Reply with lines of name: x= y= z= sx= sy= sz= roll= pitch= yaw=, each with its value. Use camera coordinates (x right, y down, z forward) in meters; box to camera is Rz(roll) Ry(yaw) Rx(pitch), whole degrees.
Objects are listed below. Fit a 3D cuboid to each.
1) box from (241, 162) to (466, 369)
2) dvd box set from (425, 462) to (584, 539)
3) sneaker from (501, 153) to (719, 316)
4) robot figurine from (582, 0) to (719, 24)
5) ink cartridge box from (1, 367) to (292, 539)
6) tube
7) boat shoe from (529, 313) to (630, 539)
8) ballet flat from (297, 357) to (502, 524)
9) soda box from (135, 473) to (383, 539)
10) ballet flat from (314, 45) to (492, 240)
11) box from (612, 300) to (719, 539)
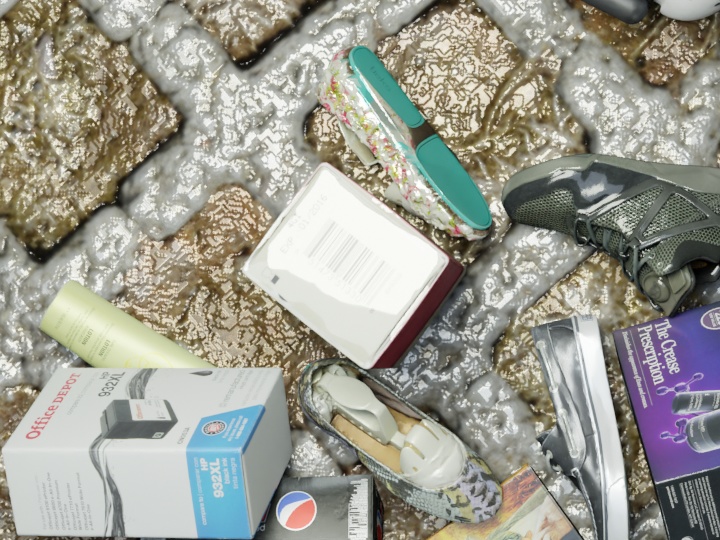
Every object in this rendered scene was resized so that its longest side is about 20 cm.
box: x=0.000 y=0.000 z=1.647 sx=0.128 sy=0.200 sz=0.109 roll=37 pitch=92 yaw=6
dvd box set: x=0.102 y=0.276 z=1.711 sx=0.199 sy=0.029 sz=0.147 roll=-36 pitch=85 yaw=4
sneaker: x=0.210 y=-0.029 z=1.671 sx=0.197 sy=0.076 sz=0.115 roll=6 pitch=60 yaw=3
robot figurine: x=0.226 y=-0.286 z=1.669 sx=0.199 sy=0.125 sz=0.151 roll=31 pitch=109 yaw=7
ink cartridge box: x=-0.168 y=0.144 z=1.664 sx=0.198 sy=0.145 sz=0.084 roll=-1 pitch=115 yaw=13
tube: x=-0.175 y=0.082 z=1.743 sx=0.199 sy=0.058 sz=0.052 roll=34 pitch=57 yaw=2
boat shoe: x=0.177 y=0.139 z=1.686 sx=0.067 sy=0.072 sz=0.202 roll=-10 pitch=85 yaw=4
ballet flat: x=0.028 y=0.136 z=1.688 sx=0.200 sy=0.072 sz=0.072 roll=34 pitch=92 yaw=16
soda box: x=-0.082 y=0.212 z=1.708 sx=0.198 sy=0.071 sz=0.064 roll=-2 pitch=62 yaw=7
ballet flat: x=0.034 y=-0.097 z=1.722 sx=0.064 sy=0.075 sz=0.201 roll=-42 pitch=78 yaw=35
box: x=0.284 y=0.112 z=1.608 sx=0.140 sy=0.201 sz=0.079 roll=-14 pitch=122 yaw=4
